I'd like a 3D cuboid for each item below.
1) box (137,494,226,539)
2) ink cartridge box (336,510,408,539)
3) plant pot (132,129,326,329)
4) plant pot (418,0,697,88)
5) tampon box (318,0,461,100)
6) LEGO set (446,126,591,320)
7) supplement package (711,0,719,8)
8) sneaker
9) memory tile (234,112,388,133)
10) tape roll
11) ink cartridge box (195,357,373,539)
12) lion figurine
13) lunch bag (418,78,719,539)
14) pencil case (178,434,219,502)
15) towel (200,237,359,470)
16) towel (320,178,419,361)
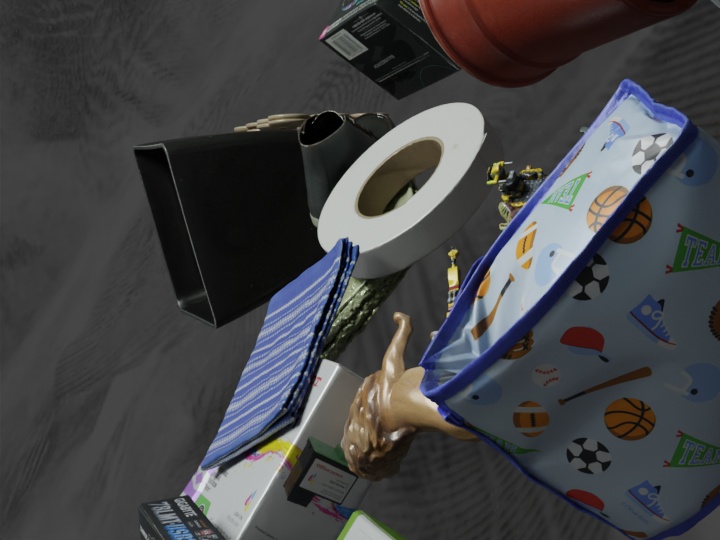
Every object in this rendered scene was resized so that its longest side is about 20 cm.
[{"bbox_3d":[-0.121,0.290,1.001,0.200,0.049,0.202,-171,74,-71],"label":"box"},{"bbox_3d":[0.018,0.255,0.834,0.149,0.075,0.200,-58,20,-6],"label":"ink cartridge box"},{"bbox_3d":[-0.132,-0.068,1.503,0.175,0.203,0.199,-19,10,-18],"label":"plant pot"},{"bbox_3d":[0.179,-0.267,1.119,0.194,0.200,0.203,-3,55,57],"label":"plant pot"},{"bbox_3d":[0.071,-0.329,1.552,0.149,0.126,0.202,-17,43,61],"label":"tampon box"},{"bbox_3d":[0.124,-0.025,0.893,0.152,0.116,0.201,4,53,40],"label":"LEGO set"},{"bbox_3d":[0.275,-0.305,0.897,0.147,0.199,0.193,-25,37,57],"label":"supplement package"},{"bbox_3d":[-0.007,-0.141,1.432,0.074,0.107,0.201,0,35,19],"label":"sneaker"},{"bbox_3d":[-0.061,-0.174,1.630,0.200,0.151,0.017,-179,86,-70],"label":"memory tile"},{"bbox_3d":[0.047,-0.078,1.277,0.201,0.037,0.204,-32,28,19],"label":"tape roll"},{"bbox_3d":[-0.059,0.175,1.136,0.202,0.084,0.145,-59,19,-8],"label":"ink cartridge box"},{"bbox_3d":[0.059,0.096,0.995,0.199,0.072,0.124,-15,53,57],"label":"lion figurine"},{"bbox_3d":[0.149,0.031,0.716,0.201,0.169,0.124,-53,16,11],"label":"lunch bag"},{"bbox_3d":[-0.118,0.205,1.251,0.201,0.083,0.086,-56,-4,-2],"label":"pencil case"},{"bbox_3d":[-0.071,0.071,1.173,0.144,0.024,0.201,-36,25,46],"label":"towel"},{"bbox_3d":[0.000,0.000,1.344,0.201,0.036,0.149,-52,18,14],"label":"towel"}]
